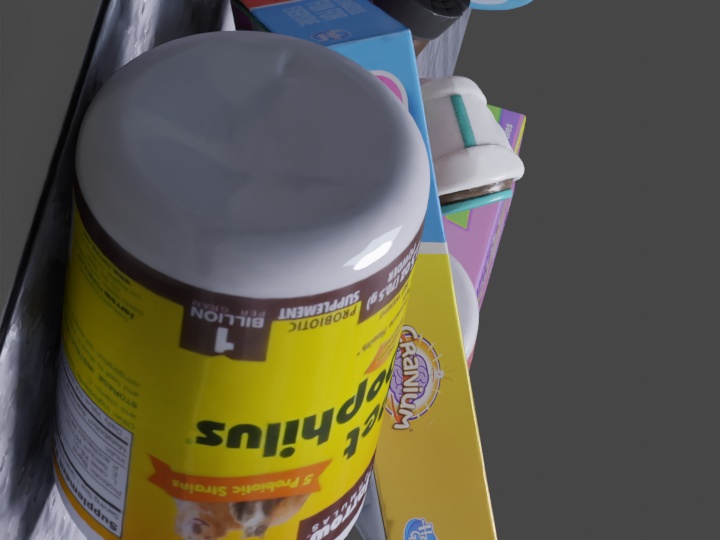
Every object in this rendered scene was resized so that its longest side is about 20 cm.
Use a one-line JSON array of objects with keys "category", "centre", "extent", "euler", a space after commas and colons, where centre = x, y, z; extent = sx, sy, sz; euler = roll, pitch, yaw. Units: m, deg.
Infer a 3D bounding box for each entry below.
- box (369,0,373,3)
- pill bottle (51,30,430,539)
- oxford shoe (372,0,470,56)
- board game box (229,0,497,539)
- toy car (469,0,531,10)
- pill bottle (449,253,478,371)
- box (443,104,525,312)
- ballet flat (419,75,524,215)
[{"category": "box", "centre": [-0.021, -0.015, 1.170], "extent": [0.143, 0.036, 0.201], "euler": [-107, -153, -56]}, {"category": "pill bottle", "centre": [-0.044, 0.028, 0.858], "extent": [0.201, 0.109, 0.110], "euler": [101, 7, -45]}, {"category": "oxford shoe", "centre": [0.011, -0.160, 1.277], "extent": [0.084, 0.073, 0.200], "euler": [-48, -164, 35]}, {"category": "board game box", "centre": [0.000, 0.000, 0.975], "extent": [0.153, 0.040, 0.201], "euler": [-129, -152, -71]}, {"category": "toy car", "centre": [0.078, -0.258, 1.391], "extent": [0.200, 0.176, 0.185], "euler": [23, 67, -57]}, {"category": "pill bottle", "centre": [0.013, 0.066, 1.669], "extent": [0.200, 0.110, 0.111], "euler": [97, 10, -63]}, {"category": "box", "centre": [0.048, -0.017, 1.904], "extent": [0.200, 0.096, 0.177], "euler": [84, 22, -76]}, {"category": "ballet flat", "centre": [0.023, -0.052, 1.184], "extent": [0.200, 0.069, 0.070], "euler": [162, -55, -75]}]
